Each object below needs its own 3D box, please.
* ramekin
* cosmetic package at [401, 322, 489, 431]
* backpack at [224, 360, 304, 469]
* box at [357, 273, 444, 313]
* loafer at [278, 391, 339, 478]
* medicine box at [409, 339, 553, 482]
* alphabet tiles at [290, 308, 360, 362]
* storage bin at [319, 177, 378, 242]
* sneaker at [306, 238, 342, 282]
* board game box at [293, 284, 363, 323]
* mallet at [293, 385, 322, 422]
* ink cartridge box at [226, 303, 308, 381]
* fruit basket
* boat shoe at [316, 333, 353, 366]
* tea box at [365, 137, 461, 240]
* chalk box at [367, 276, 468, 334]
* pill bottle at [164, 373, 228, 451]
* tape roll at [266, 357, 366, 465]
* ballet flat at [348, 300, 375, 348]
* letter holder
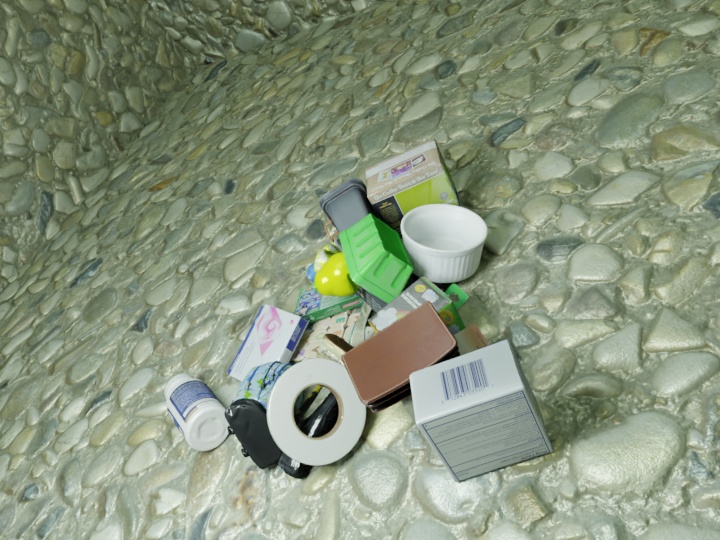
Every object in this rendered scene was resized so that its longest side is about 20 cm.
[{"bbox_3d":[0.188,-0.060,1.435,0.195,0.099,0.202,0,36,0],"label":"ramekin"},{"bbox_3d":[0.168,0.204,1.210,0.198,0.088,0.104,-32,37,2],"label":"cosmetic package"},{"bbox_3d":[-0.197,0.286,1.345,0.151,0.165,0.201,-26,19,4],"label":"backpack"},{"bbox_3d":[0.077,0.029,1.464,0.158,0.044,0.200,-23,38,-19],"label":"box"},{"bbox_3d":[-0.098,0.326,1.287,0.069,0.069,0.202,17,62,36],"label":"loafer"},{"bbox_3d":[0.202,0.240,1.049,0.179,0.201,0.104,-22,39,14],"label":"medicine box"},{"bbox_3d":[-0.081,0.158,1.510,0.192,0.015,0.202,-11,41,27],"label":"alphabet tiles"},{"bbox_3d":[-0.009,-0.100,1.556,0.144,0.201,0.136,-29,50,7],"label":"storage bin"},{"bbox_3d":[-0.085,-0.020,1.628,0.105,0.076,0.199,-42,-8,23],"label":"sneaker"},{"bbox_3d":[-0.072,0.064,1.581,0.196,0.029,0.136,-20,28,18],"label":"board game box"},{"bbox_3d":[-0.085,0.255,1.329,0.065,0.042,0.200,-18,16,21],"label":"mallet"},{"bbox_3d":[-0.242,0.186,1.538,0.198,0.043,0.199,13,71,43],"label":"ink cartridge box"},{"bbox_3d":[0.000,0.000,1.396,0.215,0.154,0.218,-40,33,33],"label":"fruit basket"},{"bbox_3d":[-0.014,0.215,1.331,0.199,0.073,0.063,40,107,31],"label":"boat shoe"},{"bbox_3d":[0.139,-0.187,1.583,0.196,0.198,0.135,-21,38,14],"label":"tea box"},{"bbox_3d":[0.140,0.110,1.310,0.199,0.125,0.124,-37,35,-7],"label":"chalk box"},{"bbox_3d":[-0.390,0.324,1.471,0.111,0.112,0.199,-43,38,-14],"label":"pill bottle"},{"bbox_3d":[-0.086,0.276,1.237,0.203,0.203,0.037,-46,2,-19],"label":"tape roll"},{"bbox_3d":[0.021,0.124,1.431,0.061,0.068,0.202,-3,46,23],"label":"ballet flat"},{"bbox_3d":[0.086,0.177,1.142,0.198,0.101,0.143,-32,36,0],"label":"letter holder"}]
